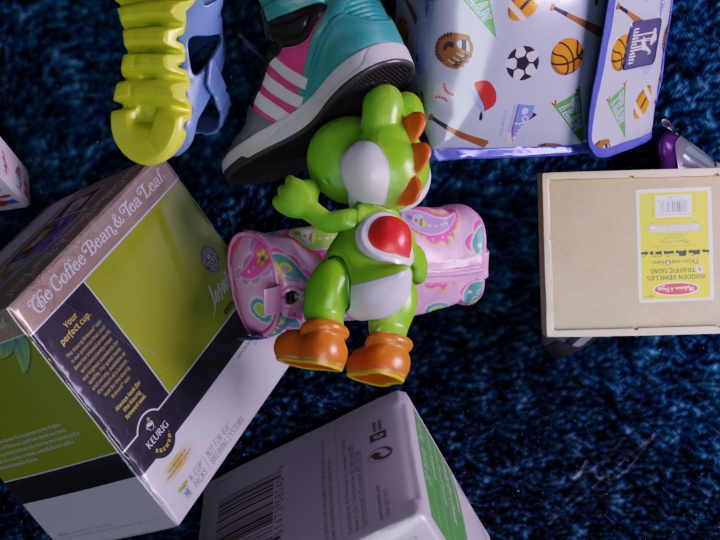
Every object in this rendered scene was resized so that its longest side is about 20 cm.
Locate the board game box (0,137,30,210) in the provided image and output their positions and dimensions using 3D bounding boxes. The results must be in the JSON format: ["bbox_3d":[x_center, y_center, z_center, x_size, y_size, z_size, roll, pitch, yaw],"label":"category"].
[{"bbox_3d":[-0.323,-0.082,0.930,0.126,0.200,0.035,-8,74,0],"label":"board game box"}]

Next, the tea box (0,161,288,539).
[{"bbox_3d":[-0.182,0.058,0.962,0.133,0.200,0.197,-18,114,36],"label":"tea box"}]

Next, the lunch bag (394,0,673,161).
[{"bbox_3d":[0.133,-0.171,0.951,0.199,0.124,0.170,-2,113,-18],"label":"lunch bag"}]

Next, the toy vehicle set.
[{"bbox_3d":[0.235,-0.015,0.995,0.199,0.027,0.125,-1,93,0],"label":"toy vehicle set"}]

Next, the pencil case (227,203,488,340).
[{"bbox_3d":[0.000,0.000,0.989,0.200,0.087,0.088,-8,115,-30],"label":"pencil case"}]

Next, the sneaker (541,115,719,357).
[{"bbox_3d":[0.198,-0.026,1.043,0.088,0.074,0.200,42,93,-7],"label":"sneaker"}]

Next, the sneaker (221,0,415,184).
[{"bbox_3d":[-0.050,-0.152,0.970,0.083,0.121,0.200,-2,157,-43],"label":"sneaker"}]

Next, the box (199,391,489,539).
[{"bbox_3d":[-0.006,0.244,1.054,0.200,0.199,0.172,-26,111,7],"label":"box"}]

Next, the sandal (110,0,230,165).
[{"bbox_3d":[-0.130,-0.175,0.961,0.079,0.087,0.201,12,96,28],"label":"sandal"}]

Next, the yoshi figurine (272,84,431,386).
[{"bbox_3d":[-0.004,-0.026,0.911,0.112,0.112,0.201,8,80,15],"label":"yoshi figurine"}]
